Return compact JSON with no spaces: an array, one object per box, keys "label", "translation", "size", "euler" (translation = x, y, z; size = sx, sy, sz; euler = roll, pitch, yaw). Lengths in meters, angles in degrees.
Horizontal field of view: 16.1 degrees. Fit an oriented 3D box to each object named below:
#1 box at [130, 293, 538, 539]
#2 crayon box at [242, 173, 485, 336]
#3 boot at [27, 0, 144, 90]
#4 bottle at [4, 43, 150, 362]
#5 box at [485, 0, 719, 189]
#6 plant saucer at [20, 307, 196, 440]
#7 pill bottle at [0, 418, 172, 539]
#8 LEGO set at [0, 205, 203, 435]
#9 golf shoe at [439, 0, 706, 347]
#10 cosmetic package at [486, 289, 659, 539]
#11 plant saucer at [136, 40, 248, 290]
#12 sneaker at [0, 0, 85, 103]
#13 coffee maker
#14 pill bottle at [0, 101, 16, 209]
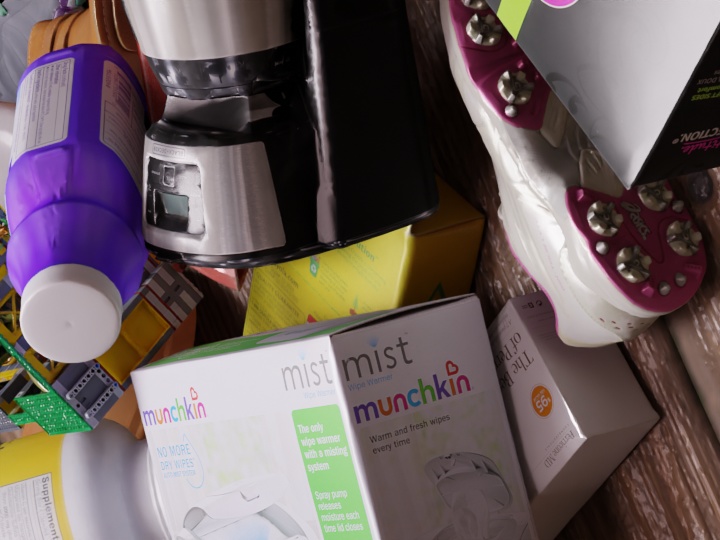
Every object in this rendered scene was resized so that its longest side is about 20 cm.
[{"label":"box","translation":[-0.009,0.113,1.264],"size":[0.200,0.096,0.177],"euler":[-11,94,57]},{"label":"crayon box","translation":[0.000,0.000,1.342],"size":[0.127,0.051,0.200],"euler":[45,137,39]},{"label":"boot","translation":[-0.148,-0.141,1.507],"size":[0.155,0.077,0.201],"euler":[23,130,57]},{"label":"bottle","translation":[-0.137,-0.032,1.242],"size":[0.200,0.065,0.084],"euler":[-95,-12,-55]},{"label":"box","translation":[0.147,-0.158,0.989],"size":[0.149,0.124,0.200],"euler":[56,141,30]},{"label":"plant saucer","translation":[-0.163,0.090,1.535],"size":[0.200,0.037,0.200],"euler":[-51,24,33]},{"label":"pill bottle","translation":[-0.171,0.145,1.397],"size":[0.112,0.199,0.112],"euler":[-17,-90,-78]},{"label":"LEGO set","translation":[-0.179,0.008,1.377],"size":[0.154,0.116,0.200],"euler":[43,155,-9]},{"label":"golf shoe","translation":[0.081,-0.053,1.179],"size":[0.200,0.075,0.092],"euler":[65,149,18]},{"label":"cosmetic package","translation":[0.070,0.096,1.272],"size":[0.083,0.051,0.200],"euler":[60,144,22]},{"label":"plant saucer","translation":[-0.090,-0.099,1.357],"size":[0.200,0.037,0.200],"euler":[-80,-18,-81]},{"label":"sneaker","translation":[-0.228,-0.146,1.601],"size":[0.074,0.087,0.201],"euler":[41,134,42]},{"label":"coffee maker","translation":[-0.024,-0.115,1.196],"size":[0.135,0.192,0.201],"euler":[-137,37,-68]},{"label":"pill bottle","translation":[-0.211,-0.023,1.555],"size":[0.200,0.111,0.111],"euler":[79,168,-75]}]
